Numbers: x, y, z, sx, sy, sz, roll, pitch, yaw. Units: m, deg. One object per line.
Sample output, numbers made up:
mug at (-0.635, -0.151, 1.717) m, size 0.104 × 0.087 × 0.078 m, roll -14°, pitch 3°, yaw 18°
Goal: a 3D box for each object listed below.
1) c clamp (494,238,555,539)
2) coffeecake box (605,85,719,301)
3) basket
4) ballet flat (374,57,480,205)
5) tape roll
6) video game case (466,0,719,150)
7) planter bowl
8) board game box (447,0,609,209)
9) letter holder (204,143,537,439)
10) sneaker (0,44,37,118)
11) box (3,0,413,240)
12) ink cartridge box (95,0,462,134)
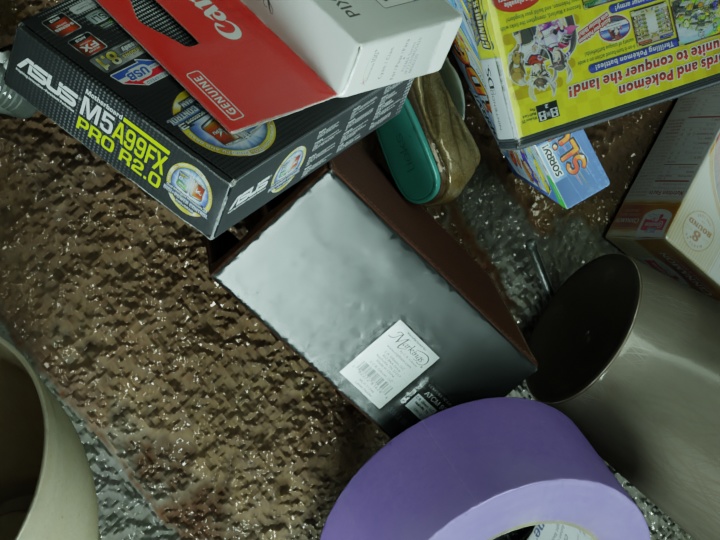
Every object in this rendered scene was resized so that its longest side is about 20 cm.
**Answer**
c clamp at (0.088, 0.107, 1.409) m, size 0.200 × 0.027 × 0.172 m, roll -44°, pitch 117°, yaw -26°
coffeecake box at (0.288, -0.064, 1.490) m, size 0.153 × 0.073 × 0.201 m, roll 37°, pitch 74°, yaw -26°
basket at (0.218, 0.086, 1.402) m, size 0.199 × 0.180 × 0.137 m, roll 32°, pitch 42°, yaw -24°
ballet flat at (0.025, -0.141, 1.345) m, size 0.072 × 0.068 × 0.201 m, roll -29°, pitch 95°, yaw -44°
tape roll at (0.078, 0.185, 1.318) m, size 0.198 × 0.085 × 0.201 m, roll -14°, pitch 129°, yaw -18°
video game case at (0.150, -0.188, 1.280) m, size 0.199 × 0.025 × 0.183 m, roll -19°, pitch 100°, yaw -26°
planter bowl at (-0.225, 0.150, 1.155) m, size 0.201 × 0.199 × 0.135 m, roll -57°, pitch 142°, yaw -16°
board game box at (0.085, -0.144, 1.339) m, size 0.034 × 0.135 × 0.201 m, roll -30°, pitch 105°, yaw -3°
letter holder at (0.000, 0.000, 1.325) m, size 0.100 × 0.142 × 0.200 m, roll -41°, pitch 117°, yaw 12°
sneaker at (-0.278, -0.119, 1.180) m, size 0.199 × 0.066 × 0.091 m, roll 27°, pitch 82°, yaw -24°
box at (-0.082, -0.116, 1.210) m, size 0.160 × 0.044 × 0.200 m, roll 36°, pitch 41°, yaw 16°
ink cartridge box at (-0.067, -0.174, 1.214) m, size 0.175 × 0.045 × 0.200 m, roll -22°, pitch 57°, yaw -43°
